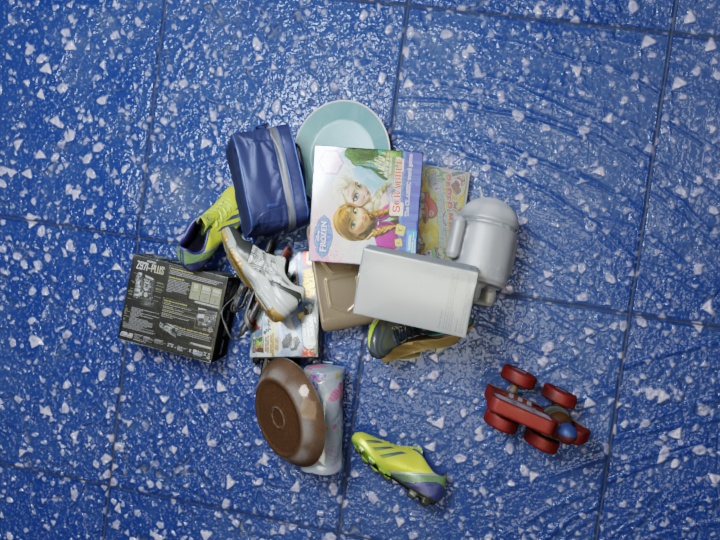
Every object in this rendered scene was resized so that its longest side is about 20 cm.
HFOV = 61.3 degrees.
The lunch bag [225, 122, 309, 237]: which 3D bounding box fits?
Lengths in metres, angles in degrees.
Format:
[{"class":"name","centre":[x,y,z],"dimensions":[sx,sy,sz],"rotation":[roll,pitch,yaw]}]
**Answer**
[{"class":"lunch bag","centre":[-0.166,-0.172,1.123],"dimensions":[0.129,0.135,0.206],"rotation":[-12,91,-19]}]

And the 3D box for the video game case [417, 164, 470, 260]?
[{"class":"video game case","centre":[0.107,-0.093,1.128],"dimensions":[0.176,0.023,0.207],"rotation":[7,92,-13]}]

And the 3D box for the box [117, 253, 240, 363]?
[{"class":"box","centre":[-0.350,0.070,1.181],"dimensions":[0.194,0.086,0.169],"rotation":[12,93,6]}]

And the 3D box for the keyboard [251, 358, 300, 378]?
[{"class":"keyboard","centre":[-0.168,0.161,1.186],"dimensions":[0.101,0.040,0.206],"rotation":[11,92,6]}]

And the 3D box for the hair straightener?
[{"class":"hair straightener","centre":[-0.204,0.033,1.140],"dimensions":[0.075,0.041,0.204],"rotation":[25,88,12]}]

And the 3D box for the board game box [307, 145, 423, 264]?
[{"class":"board game box","centre":[0.009,-0.112,1.079],"dimensions":[0.193,0.041,0.207],"rotation":[3,93,3]}]

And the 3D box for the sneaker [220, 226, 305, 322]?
[{"class":"sneaker","centre":[-0.173,-0.005,1.093],"dimensions":[0.087,0.076,0.202],"rotation":[-34,78,-18]}]

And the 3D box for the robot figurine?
[{"class":"robot figurine","centre":[0.221,-0.042,1.093],"dimensions":[0.166,0.112,0.206],"rotation":[15,86,-37]}]

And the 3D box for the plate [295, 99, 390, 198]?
[{"class":"plate","centre":[-0.035,-0.218,1.156],"dimensions":[0.194,0.026,0.207],"rotation":[0,90,15]}]

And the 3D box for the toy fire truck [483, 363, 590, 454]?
[{"class":"toy fire truck","centre":[0.309,0.256,1.067],"dimensions":[0.195,0.168,0.115],"rotation":[24,94,6]}]

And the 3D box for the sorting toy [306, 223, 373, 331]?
[{"class":"sorting toy","centre":[0.000,0.000,1.144],"dimensions":[0.179,0.036,0.207],"rotation":[-10,96,-9]}]

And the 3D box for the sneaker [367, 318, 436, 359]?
[{"class":"sneaker","centre":[0.094,0.090,1.088],"dimensions":[0.198,0.080,0.075],"rotation":[-38,124,-23]}]

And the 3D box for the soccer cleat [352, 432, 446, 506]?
[{"class":"soccer cleat","centre":[0.074,0.360,1.153],"dimensions":[0.197,0.065,0.085],"rotation":[34,69,8]}]

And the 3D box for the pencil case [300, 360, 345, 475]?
[{"class":"pencil case","centre":[-0.069,0.279,1.150],"dimensions":[0.081,0.090,0.207],"rotation":[2,92,23]}]

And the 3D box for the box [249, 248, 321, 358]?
[{"class":"box","centre":[-0.141,0.063,1.161],"dimensions":[0.132,0.040,0.207],"rotation":[-1,80,7]}]

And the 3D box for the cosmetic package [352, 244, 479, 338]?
[{"class":"cosmetic package","centre":[0.092,0.032,1.016],"dimensions":[0.194,0.081,0.116],"rotation":[14,99,9]}]

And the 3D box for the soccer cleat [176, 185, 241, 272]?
[{"class":"soccer cleat","centre":[-0.274,-0.089,1.139],"dimensions":[0.063,0.085,0.203],"rotation":[22,61,12]}]

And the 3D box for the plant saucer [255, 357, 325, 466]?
[{"class":"plant saucer","centre":[-0.139,0.264,1.110],"dimensions":[0.197,0.036,0.207],"rotation":[13,108,44]}]

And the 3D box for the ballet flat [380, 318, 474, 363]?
[{"class":"ballet flat","centre":[0.122,0.131,1.149],"dimensions":[0.194,0.069,0.065],"rotation":[-11,118,9]}]
